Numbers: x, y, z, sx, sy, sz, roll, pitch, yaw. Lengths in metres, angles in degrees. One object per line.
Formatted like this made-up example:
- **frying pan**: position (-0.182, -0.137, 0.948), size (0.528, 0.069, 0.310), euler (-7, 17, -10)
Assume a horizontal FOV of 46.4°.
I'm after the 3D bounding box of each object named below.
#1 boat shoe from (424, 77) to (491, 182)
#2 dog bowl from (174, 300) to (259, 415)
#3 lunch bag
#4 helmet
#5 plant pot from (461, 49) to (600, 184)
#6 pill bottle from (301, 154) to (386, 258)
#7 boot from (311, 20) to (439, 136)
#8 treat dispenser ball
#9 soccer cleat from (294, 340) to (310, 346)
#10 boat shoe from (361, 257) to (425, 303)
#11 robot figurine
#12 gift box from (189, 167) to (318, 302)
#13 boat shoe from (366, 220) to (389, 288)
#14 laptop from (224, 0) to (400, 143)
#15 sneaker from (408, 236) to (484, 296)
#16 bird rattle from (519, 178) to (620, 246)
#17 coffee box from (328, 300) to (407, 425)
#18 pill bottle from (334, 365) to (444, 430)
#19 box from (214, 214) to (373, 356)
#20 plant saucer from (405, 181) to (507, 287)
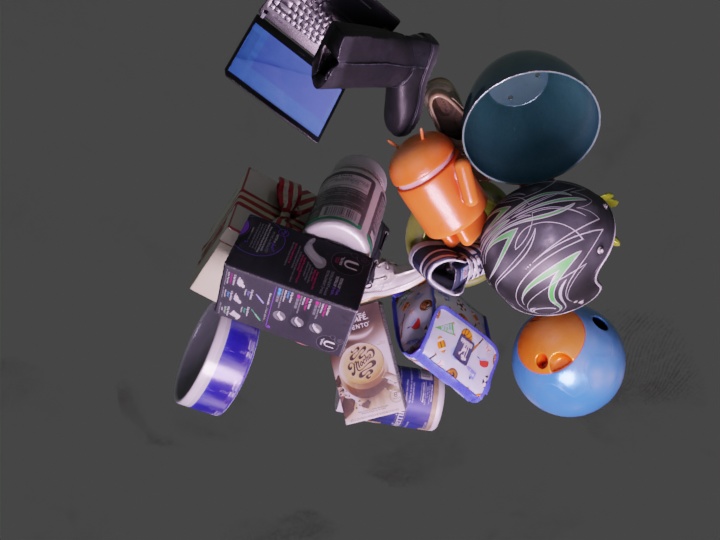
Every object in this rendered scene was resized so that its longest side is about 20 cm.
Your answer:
- **boat shoe**: position (0.159, -0.209, 1.336), size (0.071, 0.065, 0.200), euler (-29, 120, 20)
- **dog bowl**: position (-0.259, 0.156, 1.516), size (0.078, 0.201, 0.201), euler (24, 122, -20)
- **lunch bag**: position (0.151, 0.121, 1.488), size (0.170, 0.201, 0.124), euler (38, 118, -22)
- **helmet**: position (0.279, -0.040, 1.269), size (0.198, 0.201, 0.191), euler (-8, 144, 6)
- **plant pot**: position (0.244, -0.249, 1.256), size (0.198, 0.135, 0.201), euler (-1, 136, -1)
- **pill bottle**: position (-0.021, -0.090, 1.330), size (0.112, 0.201, 0.114), euler (8, 131, 9)
- **boot**: position (0.014, -0.272, 1.226), size (0.199, 0.065, 0.166), euler (-13, 127, -45)
- **treat dispenser ball**: position (0.373, 0.161, 1.512), size (0.199, 0.202, 0.202), euler (0, 126, 0)
- **soccer cleat**: position (-0.066, 0.037, 1.475), size (0.073, 0.068, 0.201), euler (28, 93, 3)
- **boat shoe**: position (0.033, 0.009, 1.490), size (0.198, 0.071, 0.070), euler (-19, 99, 9)
- **robot figurine**: position (0.122, -0.132, 1.309), size (0.116, 0.144, 0.201), euler (-33, 110, 9)
- **gift box**: position (-0.146, -0.041, 1.395), size (0.199, 0.185, 0.187), euler (24, 131, -19)
- **boat shoe**: position (-0.002, -0.001, 1.438), size (0.074, 0.201, 0.066), euler (3, 161, 47)
- **laptop**: position (-0.069, -0.329, 1.230), size (0.177, 0.104, 0.200), euler (34, 119, -22)
- **sneaker**: position (0.186, -0.012, 1.371), size (0.198, 0.109, 0.071), euler (-6, 112, -9)
- **bird rattle**: position (0.334, -0.075, 1.411), size (0.198, 0.113, 0.164), euler (13, 137, -6)
- **coffee box**: position (0.007, 0.165, 1.527), size (0.112, 0.080, 0.202), euler (-15, 86, 6)
- **pill bottle**: position (0.055, 0.239, 1.624), size (0.198, 0.116, 0.116), euler (9, 125, -5)
- **box**: position (-0.096, 0.022, 1.229), size (0.198, 0.123, 0.107), euler (20, 132, -1)
- **plant saucer**: position (0.176, -0.058, 1.427), size (0.198, 0.031, 0.202), euler (-4, 111, -9)
